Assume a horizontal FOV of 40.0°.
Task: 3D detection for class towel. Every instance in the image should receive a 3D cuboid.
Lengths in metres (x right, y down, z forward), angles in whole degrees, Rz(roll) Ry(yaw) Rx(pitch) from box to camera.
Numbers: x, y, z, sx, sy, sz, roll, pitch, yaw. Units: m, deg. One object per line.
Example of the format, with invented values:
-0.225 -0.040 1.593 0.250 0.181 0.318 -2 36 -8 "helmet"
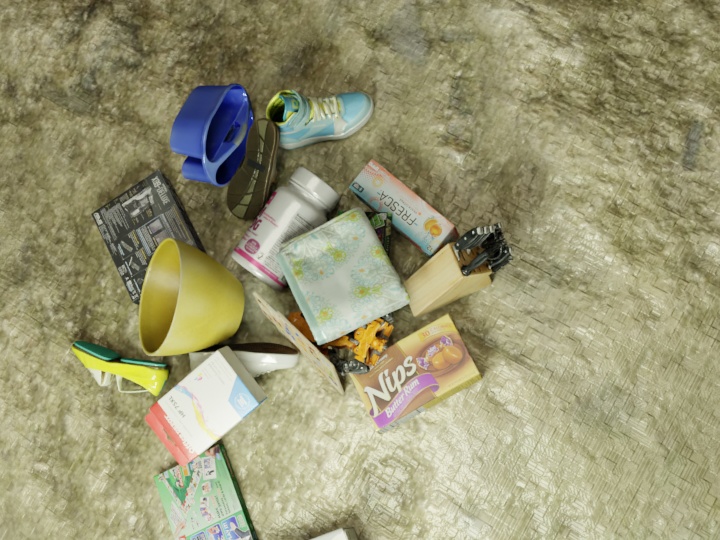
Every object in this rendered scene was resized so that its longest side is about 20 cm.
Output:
-0.033 0.006 1.628 0.169 0.048 0.202 -26 60 -2 "towel"

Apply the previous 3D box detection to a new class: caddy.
-0.255 -0.246 1.784 0.103 0.142 0.202 7 52 19 "caddy"

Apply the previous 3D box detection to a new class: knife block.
0.154 -0.006 1.623 0.197 0.176 0.065 -24 71 7 "knife block"

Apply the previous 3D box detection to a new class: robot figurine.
-0.029 0.090 1.664 0.198 0.058 0.147 26 88 32 "robot figurine"

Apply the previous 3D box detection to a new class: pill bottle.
-0.128 -0.074 1.740 0.113 0.113 0.201 34 86 18 "pill bottle"

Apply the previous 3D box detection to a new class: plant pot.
-0.285 0.057 1.717 0.140 0.199 0.204 12 76 -29 "plant pot"

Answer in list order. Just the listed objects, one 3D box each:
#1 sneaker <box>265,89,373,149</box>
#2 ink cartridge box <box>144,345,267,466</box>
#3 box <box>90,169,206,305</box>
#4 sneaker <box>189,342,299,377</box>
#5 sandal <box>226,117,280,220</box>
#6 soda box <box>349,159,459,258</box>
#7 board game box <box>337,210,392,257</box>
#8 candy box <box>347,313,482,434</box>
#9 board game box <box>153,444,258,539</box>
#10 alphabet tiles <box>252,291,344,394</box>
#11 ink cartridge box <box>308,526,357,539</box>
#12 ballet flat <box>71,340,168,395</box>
-0.078 -0.285 1.769 0.197 0.131 0.081 -20 71 8 "sneaker"
-0.271 0.237 1.674 0.199 0.067 0.117 -40 88 8 "ink cartridge box"
-0.389 -0.061 1.834 0.156 0.050 0.202 -32 72 4 "box"
-0.200 0.174 1.733 0.196 0.073 0.086 -2 99 12 "sneaker"
-0.184 -0.182 1.784 0.081 0.054 0.203 27 116 20 "sandal"
0.076 -0.103 1.724 0.199 0.064 0.069 41 89 20 "soda box"
0.000 0.000 1.706 0.103 0.023 0.204 3 89 34 "board game box"
0.091 0.174 1.659 0.198 0.056 0.118 -29 71 4 "candy box"
-0.262 0.420 1.700 0.133 0.029 0.202 -26 72 7 "board game box"
-0.105 0.118 1.661 0.008 0.168 0.200 -43 71 -12 "alphabet tiles"
-0.085 0.519 1.603 0.197 0.086 0.148 -22 73 6 "ink cartridge box"
-0.439 0.181 1.784 0.197 0.067 0.068 13 93 15 "ballet flat"
